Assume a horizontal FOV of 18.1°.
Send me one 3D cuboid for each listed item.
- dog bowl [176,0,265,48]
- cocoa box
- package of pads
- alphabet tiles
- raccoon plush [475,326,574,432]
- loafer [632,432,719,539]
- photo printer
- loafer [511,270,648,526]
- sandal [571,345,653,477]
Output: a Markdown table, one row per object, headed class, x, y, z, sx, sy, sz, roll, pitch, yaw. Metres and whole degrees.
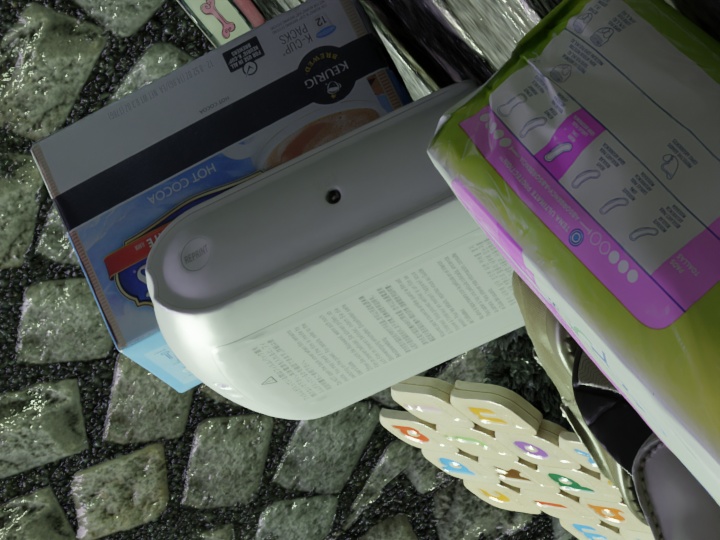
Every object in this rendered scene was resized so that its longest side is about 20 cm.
| class | x | y | z | sx | sy | sz | roll | pitch | yaw |
| --- | --- | --- | --- | --- | --- | --- | --- | --- | --- |
| dog bowl | -0.199 | -0.357 | 2.877 | 0.200 | 0.074 | 0.200 | 50 | -179 | -1 |
| cocoa box | -0.056 | -0.041 | 1.259 | 0.132 | 0.199 | 0.133 | 64 | -176 | 17 |
| package of pads | 0.111 | 0.035 | 0.513 | 0.200 | 0.068 | 0.155 | 49 | -179 | 37 |
| alphabet tiles | 0.109 | 0.114 | 1.287 | 0.200 | 0.015 | 0.195 | 38 | 158 | -35 |
| raccoon plush | 0.142 | 0.047 | 1.254 | 0.199 | 0.097 | 0.134 | 20 | 158 | 14 |
| loafer | 0.159 | 0.137 | 0.822 | 0.070 | 0.070 | 0.200 | -5 | -129 | -46 |
| photo printer | 0.000 | 0.000 | 1.121 | 0.166 | 0.199 | 0.070 | 48 | -161 | -59 |
| loafer | 0.125 | 0.045 | 1.039 | 0.068 | 0.076 | 0.200 | 53 | 174 | 43 |
| sandal | 0.167 | 0.089 | 0.896 | 0.201 | 0.080 | 0.057 | 52 | -152 | 18 |
